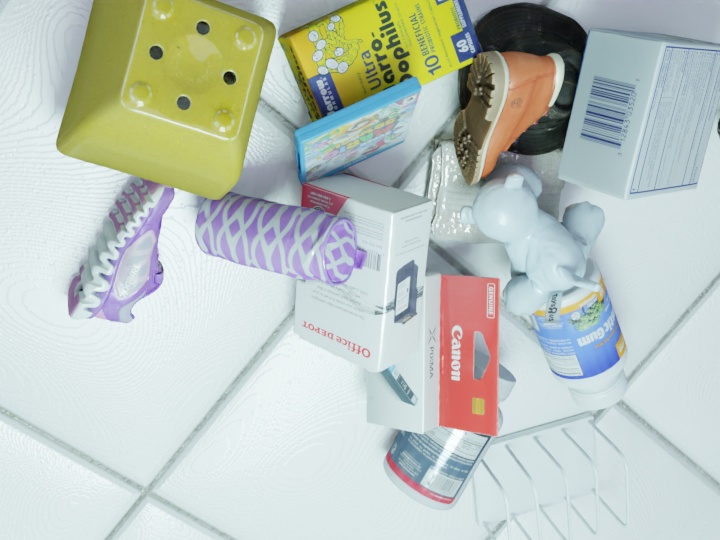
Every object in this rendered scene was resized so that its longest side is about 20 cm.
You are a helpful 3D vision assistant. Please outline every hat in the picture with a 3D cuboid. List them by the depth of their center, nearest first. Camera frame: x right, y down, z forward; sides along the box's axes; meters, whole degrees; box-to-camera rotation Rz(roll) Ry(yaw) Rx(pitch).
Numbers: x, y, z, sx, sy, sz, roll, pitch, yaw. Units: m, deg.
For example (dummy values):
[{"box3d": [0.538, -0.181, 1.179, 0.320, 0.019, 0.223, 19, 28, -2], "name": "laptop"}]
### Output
[{"box3d": [0.221, -0.231, 1.120, 0.198, 0.081, 0.204, -4, 105, -16], "name": "hat"}]

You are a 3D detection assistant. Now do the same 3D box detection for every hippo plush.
[{"box3d": [0.193, -0.038, 1.128, 0.160, 0.201, 0.159, 39, 127, -8], "name": "hippo plush"}]

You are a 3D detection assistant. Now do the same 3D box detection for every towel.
[{"box3d": [0.177, -0.102, 1.194, 0.197, 0.035, 0.134, 0, 111, -16], "name": "towel"}]

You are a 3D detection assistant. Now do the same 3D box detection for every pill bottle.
[{"box3d": [0.126, 0.212, 1.252, 0.119, 0.120, 0.202, 24, 102, -23], "name": "pill bottle"}, {"box3d": [0.303, 0.090, 1.261, 0.111, 0.112, 0.201, -29, 116, -4], "name": "pill bottle"}]

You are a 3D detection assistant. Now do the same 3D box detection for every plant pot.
[{"box3d": [-0.186, -0.195, 0.933, 0.192, 0.200, 0.198, 15, 86, -21], "name": "plant pot"}]

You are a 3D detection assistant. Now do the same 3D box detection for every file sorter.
[{"box3d": [0.276, 0.320, 1.336, 0.197, 0.125, 0.141, -13, 113, -10], "name": "file sorter"}]

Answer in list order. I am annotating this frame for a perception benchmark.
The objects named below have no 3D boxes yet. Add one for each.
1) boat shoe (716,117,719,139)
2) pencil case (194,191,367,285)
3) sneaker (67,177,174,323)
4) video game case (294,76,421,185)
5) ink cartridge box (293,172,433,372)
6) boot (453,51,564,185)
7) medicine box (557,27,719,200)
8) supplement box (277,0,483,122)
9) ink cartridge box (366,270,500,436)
[{"box3d": [0.535, -0.262, 1.215, 0.060, 0.074, 0.201, 37, 94, -25], "name": "boat shoe"}, {"box3d": [-0.098, -0.037, 1.050, 0.085, 0.198, 0.085, 40, 68, -58], "name": "pencil case"}, {"box3d": [-0.265, -0.018, 1.078, 0.088, 0.081, 0.201, 25, 107, -30], "name": "sneaker"}, {"box3d": [-0.006, -0.152, 1.040, 0.142, 0.200, 0.018, -26, 84, -6], "name": "video game case"}, {"box3d": [0.000, 0.000, 1.111, 0.084, 0.144, 0.203, -20, 122, -47], "name": "ink cartridge box"}, {"box3d": [0.172, -0.174, 1.069, 0.106, 0.076, 0.201, -12, 151, -17], "name": "boot"}, {"box3d": [0.353, -0.195, 1.128, 0.199, 0.102, 0.185, -11, 117, -45], "name": "medicine box"}, {"box3d": [0.020, -0.254, 1.040, 0.198, 0.110, 0.110, -26, 107, -5], "name": "supplement box"}, {"box3d": [0.088, 0.103, 1.152, 0.044, 0.174, 0.203, -7, 99, -53], "name": "ink cartridge box"}]
